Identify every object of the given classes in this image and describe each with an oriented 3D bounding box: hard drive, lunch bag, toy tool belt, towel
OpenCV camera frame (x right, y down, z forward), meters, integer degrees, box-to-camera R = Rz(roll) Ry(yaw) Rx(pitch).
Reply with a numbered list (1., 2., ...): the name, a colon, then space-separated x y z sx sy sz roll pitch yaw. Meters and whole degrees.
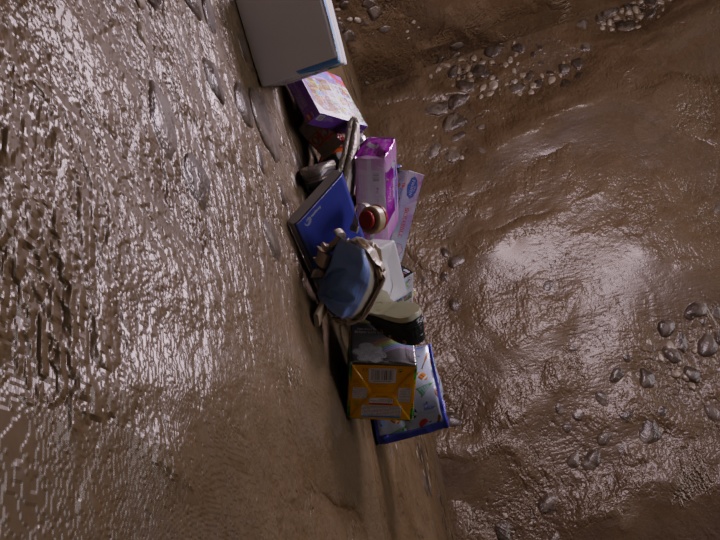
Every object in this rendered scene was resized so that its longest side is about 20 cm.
1. hard drive: -0.049 -0.054 1.164 0.133 0.025 0.203 -50 141 -27
2. lunch bag: 0.105 0.289 1.481 0.203 0.165 0.126 -98 170 -52
3. toy tool belt: -0.020 -0.008 1.097 0.122 0.123 0.206 -11 121 -56
4. towel: -0.024 -0.202 1.369 0.134 0.033 0.205 92 6 -57

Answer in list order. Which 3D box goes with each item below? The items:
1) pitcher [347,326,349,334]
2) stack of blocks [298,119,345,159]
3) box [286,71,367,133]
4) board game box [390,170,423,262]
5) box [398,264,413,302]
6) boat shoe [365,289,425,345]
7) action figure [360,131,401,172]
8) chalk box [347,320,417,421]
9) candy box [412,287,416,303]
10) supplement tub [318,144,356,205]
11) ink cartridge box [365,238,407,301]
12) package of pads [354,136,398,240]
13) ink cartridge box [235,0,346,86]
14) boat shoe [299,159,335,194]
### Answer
1. pitcher: 0.033 0.154 1.409 0.176 0.118 0.200 68 20 -13
2. stack of blocks: -0.081 -0.346 1.474 0.115 0.058 0.202 45 28 -19
3. box: -0.075 -0.360 1.389 0.198 0.039 0.139 -4 64 -60
4. board game box: 0.089 -0.134 1.580 0.200 0.040 0.206 -127 -129 -79
5. box: 0.035 0.014 1.422 0.198 0.034 0.113 33 -44 40
6. boat shoe: 0.043 0.081 1.186 0.199 0.073 0.065 20 -48 54
7. action figure: 0.003 -0.236 1.616 0.197 0.103 0.200 19 -65 46
8. chalk box: 0.036 0.163 1.230 0.202 0.120 0.127 -89 -178 -61
9. candy box: 0.043 0.019 1.519 0.201 0.055 0.116 49 -20 23
10. supplement tub: -0.042 -0.210 1.515 0.108 0.104 0.205 64 13 -57
11. ink cartridge box: 0.000 0.000 1.367 0.198 0.066 0.119 6 -63 53
12. package of pads: 0.035 -0.165 1.382 0.121 0.073 0.205 -65 156 -56
13. ink cartridge box: -0.115 -0.424 1.184 0.200 0.142 0.150 -77 151 -74
14. boat shoe: -0.073 -0.176 1.328 0.200 0.072 0.076 -47 122 -80
